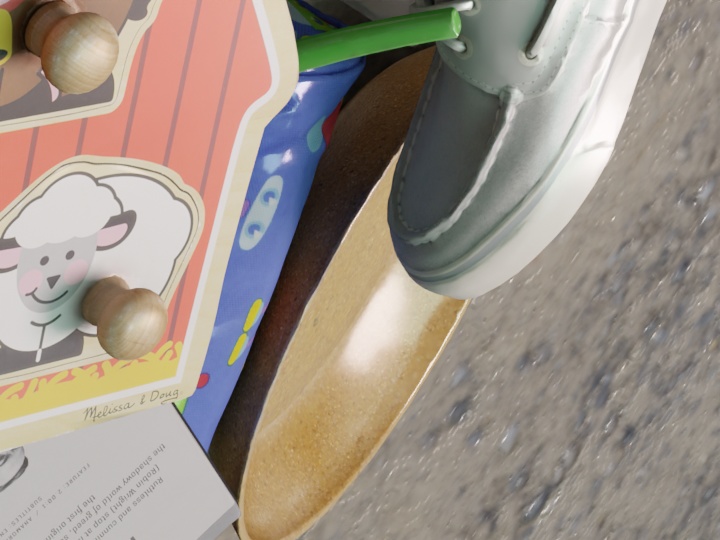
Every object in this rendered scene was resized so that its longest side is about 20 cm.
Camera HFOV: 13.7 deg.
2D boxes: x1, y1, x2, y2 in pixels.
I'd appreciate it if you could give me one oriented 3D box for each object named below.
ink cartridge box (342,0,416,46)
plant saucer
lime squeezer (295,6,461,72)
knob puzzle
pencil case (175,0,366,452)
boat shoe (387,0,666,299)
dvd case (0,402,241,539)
[{"bbox_3d":[0.061,-0.181,0.902,0.200,0.084,0.146,-32,143,-33],"label":"ink cartridge box"},{"bbox_3d":[0.000,0.000,1.006,0.200,0.035,0.200,-54,164,-24],"label":"plant saucer"},{"bbox_3d":[-0.061,-0.021,0.832,0.200,0.071,0.038,-47,171,23],"label":"lime squeezer"},{"bbox_3d":[-0.086,-0.030,0.713,0.219,0.030,0.220,-27,137,-29],"label":"knob puzzle"},{"bbox_3d":[-0.068,0.001,0.902,0.087,0.078,0.201,9,115,-29],"label":"pencil case"},{"bbox_3d":[0.050,-0.085,0.842,0.068,0.072,0.200,16,116,-35],"label":"boat shoe"},{"bbox_3d":[-0.122,0.060,0.795,0.150,0.025,0.200,-42,143,-11],"label":"dvd case"}]
